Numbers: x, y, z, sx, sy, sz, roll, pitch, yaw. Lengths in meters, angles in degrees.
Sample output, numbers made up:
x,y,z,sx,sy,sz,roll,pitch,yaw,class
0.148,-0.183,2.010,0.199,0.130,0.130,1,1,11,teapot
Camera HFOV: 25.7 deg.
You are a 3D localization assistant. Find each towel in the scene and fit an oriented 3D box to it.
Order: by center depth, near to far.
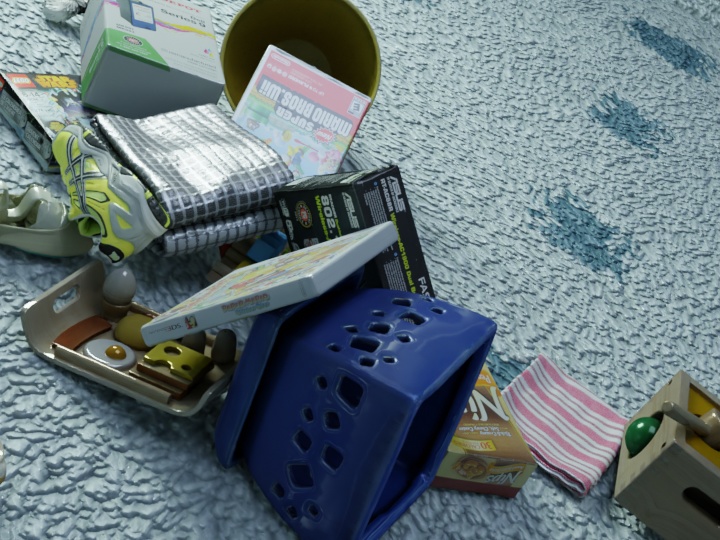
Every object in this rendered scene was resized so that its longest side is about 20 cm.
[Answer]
x,y,z,sx,sy,sz,roll,pitch,yaw,class
-0.184,-0.105,1.672,0.165,0.086,0.200,-18,42,-31,towel
0.226,0.166,1.765,0.146,0.030,0.200,38,29,12,towel

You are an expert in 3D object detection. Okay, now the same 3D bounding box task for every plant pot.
x,y,z,sx,sy,sz,roll,pitch,yaw,class
-0.013,0.117,1.455,0.179,0.201,0.200,30,29,16,plant pot
-0.080,-0.251,1.996,0.199,0.201,0.142,27,-2,-6,plant pot

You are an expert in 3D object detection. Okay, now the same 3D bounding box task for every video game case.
x,y,z,sx,sy,sz,roll,pitch,yaw,class
-0.079,0.010,1.443,0.200,0.181,0.023,-37,107,-63,video game case
-0.086,-0.157,1.877,0.142,0.017,0.201,27,64,-6,video game case

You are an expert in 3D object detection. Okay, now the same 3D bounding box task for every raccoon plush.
x,y,z,sx,sy,sz,roll,pitch,yaw,class
-0.319,-0.350,2.046,0.199,0.134,0.097,-19,65,-15,raccoon plush

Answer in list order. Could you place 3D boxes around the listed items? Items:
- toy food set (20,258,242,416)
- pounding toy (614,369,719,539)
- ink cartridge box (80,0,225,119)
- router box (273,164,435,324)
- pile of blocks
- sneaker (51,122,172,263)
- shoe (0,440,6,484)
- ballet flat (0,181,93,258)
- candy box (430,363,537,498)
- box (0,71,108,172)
x,y,z,sx,sy,sz,roll,pitch,yaw,class
-0.196,0.056,1.478,0.199,0.061,0.143,21,26,14,toy food set
0.363,0.201,1.693,0.200,0.142,0.184,38,28,-5,pounding toy
-0.245,-0.250,1.837,0.145,0.088,0.200,17,27,-21,ink cartridge box
0.000,0.000,1.591,0.062,0.149,0.201,-23,102,-33,router box
-0.111,-0.035,1.710,0.062,0.082,0.200,33,29,5,pile of blocks
-0.266,-0.081,1.569,0.200,0.076,0.076,40,-11,45,sneaker
-0.356,0.100,1.299,0.200,0.054,0.070,43,31,22,shoe
-0.342,-0.056,1.546,0.199,0.070,0.070,6,37,-37,ballet flat
0.093,0.142,1.650,0.115,0.055,0.200,12,34,-30,candy box
-0.300,-0.168,1.785,0.199,0.040,0.137,-5,43,-47,box
